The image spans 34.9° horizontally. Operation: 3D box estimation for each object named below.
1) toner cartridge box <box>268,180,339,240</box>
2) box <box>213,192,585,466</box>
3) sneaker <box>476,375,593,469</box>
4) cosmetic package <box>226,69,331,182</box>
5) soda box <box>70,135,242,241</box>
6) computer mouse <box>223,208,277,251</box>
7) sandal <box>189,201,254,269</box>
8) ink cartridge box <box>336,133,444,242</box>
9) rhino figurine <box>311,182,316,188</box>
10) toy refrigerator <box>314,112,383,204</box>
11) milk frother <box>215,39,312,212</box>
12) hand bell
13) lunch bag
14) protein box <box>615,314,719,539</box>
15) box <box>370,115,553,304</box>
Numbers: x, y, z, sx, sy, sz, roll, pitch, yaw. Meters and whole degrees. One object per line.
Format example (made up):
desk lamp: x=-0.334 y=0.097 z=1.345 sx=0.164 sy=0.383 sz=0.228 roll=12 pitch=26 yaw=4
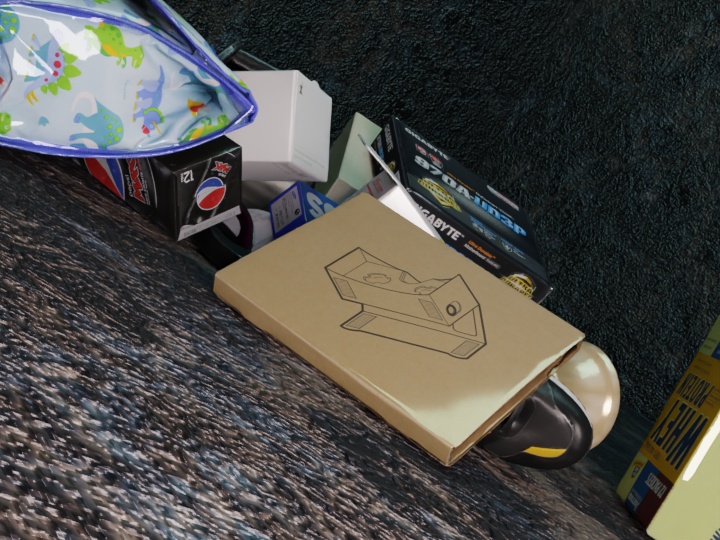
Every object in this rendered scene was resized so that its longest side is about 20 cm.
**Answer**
toner cartridge box: x=0.000 y=0.000 z=1.094 sx=0.199 sy=0.043 sz=0.096 roll=29 pitch=40 yaw=-43
box: x=0.027 y=0.028 z=0.758 sx=0.199 sy=0.022 sz=0.163 roll=33 pitch=41 yaw=25
sneaker: x=0.065 y=0.083 z=0.787 sx=0.198 sy=0.071 sz=0.090 roll=31 pitch=15 yaw=9
cosmetic package: x=-0.134 y=-0.131 z=1.044 sx=0.197 sy=0.086 sz=0.107 roll=3 pitch=-5 yaw=18
soda box: x=-0.181 y=-0.104 z=0.927 sx=0.070 sy=0.064 sz=0.199 roll=-26 pitch=46 yaw=-35
computer mouse: x=-0.073 y=-0.024 z=1.119 sx=0.109 sy=0.044 sz=0.200 roll=35 pitch=4 yaw=23
sandal: x=-0.115 y=-0.041 z=0.956 sx=0.075 sy=0.048 sz=0.200 roll=29 pitch=6 yaw=-38
ink cartridge box: x=0.037 y=-0.019 z=1.015 sx=0.201 sy=0.067 sz=0.117 roll=54 pitch=3 yaw=-11
rhino figurine: x=-0.030 y=-0.069 z=1.343 sx=0.087 sy=0.059 sz=0.202 roll=41 pitch=35 yaw=-26
toy refrigerator: x=-0.005 y=-0.092 z=1.240 sx=0.069 sy=0.076 sz=0.201 roll=32 pitch=25 yaw=-11
milk frother: x=-0.131 y=-0.150 z=1.285 sx=0.186 sy=0.182 sz=0.200 roll=30 pitch=9 yaw=-11
hand bell: x=0.129 y=0.100 z=0.996 sx=0.198 sy=0.105 sz=0.104 roll=14 pitch=15 yaw=-43
lunch bag: x=-0.188 y=-0.158 z=0.844 sx=0.197 sy=0.129 sz=0.170 roll=8 pitch=23 yaw=-27
protein box: x=0.357 y=0.171 z=0.959 sx=0.198 sy=0.200 sz=0.135 roll=31 pitch=3 yaw=0
box: x=0.103 y=-0.058 z=1.196 sx=0.199 sy=0.046 sz=0.160 roll=33 pitch=26 yaw=-22
